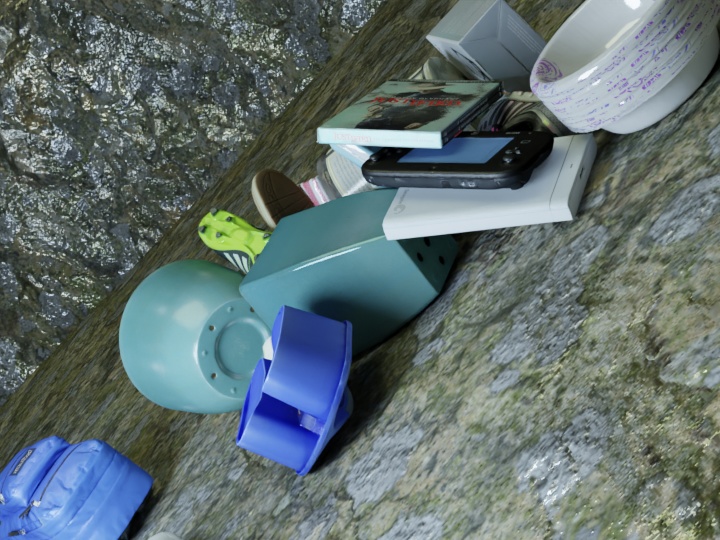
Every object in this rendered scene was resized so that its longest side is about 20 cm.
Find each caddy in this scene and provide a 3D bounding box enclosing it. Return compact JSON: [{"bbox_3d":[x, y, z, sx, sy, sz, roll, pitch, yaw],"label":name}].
[{"bbox_3d":[-0.056,0.124,1.337,0.200,0.105,0.142,-89,22,-69],"label":"caddy"}]

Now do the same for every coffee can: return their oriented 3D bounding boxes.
[{"bbox_3d":[0.065,-0.151,1.633,0.200,0.146,0.146,-40,16,25],"label":"coffee can"}]

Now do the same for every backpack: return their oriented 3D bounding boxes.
[{"bbox_3d":[-0.377,0.301,1.655,0.200,0.168,0.163,-21,35,52],"label":"backpack"}]

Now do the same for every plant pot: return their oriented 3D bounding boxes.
[{"bbox_3d":[0.000,0.000,1.449,0.200,0.141,0.141,-22,27,36],"label":"plant pot"},{"bbox_3d":[-0.181,0.090,1.617,0.201,0.201,0.161,-51,26,-17],"label":"plant pot"}]

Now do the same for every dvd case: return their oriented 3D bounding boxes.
[{"bbox_3d":[0.059,-0.176,1.423,0.146,0.022,0.200,5,24,25],"label":"dvd case"}]

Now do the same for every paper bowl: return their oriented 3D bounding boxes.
[{"bbox_3d":[0.275,-0.217,1.284,0.201,0.104,0.201,-41,18,16],"label":"paper bowl"}]

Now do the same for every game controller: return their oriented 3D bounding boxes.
[{"bbox_3d":[0.099,-0.117,1.331,0.200,0.042,0.104,5,40,37],"label":"game controller"}]

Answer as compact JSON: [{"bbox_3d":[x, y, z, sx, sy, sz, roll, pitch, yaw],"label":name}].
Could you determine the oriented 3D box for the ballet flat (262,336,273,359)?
[{"bbox_3d":[-0.073,0.086,1.542,0.069,0.071,0.200,-34,19,46],"label":"ballet flat"}]

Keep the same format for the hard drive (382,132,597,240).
[{"bbox_3d":[0.134,-0.087,1.329,0.200,0.027,0.132,-6,35,27],"label":"hard drive"}]

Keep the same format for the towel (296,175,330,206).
[{"bbox_3d":[-0.057,-0.051,1.726,0.030,0.146,0.200,-34,9,-23],"label":"towel"}]

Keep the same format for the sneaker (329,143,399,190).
[{"bbox_3d":[0.029,-0.088,1.492,0.131,0.200,0.080,-52,19,34],"label":"sneaker"}]

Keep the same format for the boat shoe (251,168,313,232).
[{"bbox_3d":[-0.083,-0.036,1.653,0.072,0.200,0.065,-36,2,-40],"label":"boat shoe"}]

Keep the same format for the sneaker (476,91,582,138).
[{"bbox_3d":[0.180,-0.151,1.447,0.087,0.074,0.200,-46,18,-21],"label":"sneaker"}]

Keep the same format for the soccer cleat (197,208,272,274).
[{"bbox_3d":[-0.121,-0.016,1.611,0.200,0.081,0.068,32,80,33],"label":"soccer cleat"}]

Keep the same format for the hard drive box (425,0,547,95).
[{"bbox_3d":[0.177,-0.257,1.580,0.077,0.156,0.200,-47,13,4],"label":"hard drive box"}]

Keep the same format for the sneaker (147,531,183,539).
[{"bbox_3d":[-0.220,0.317,1.327,0.077,0.081,0.200,-47,13,6],"label":"sneaker"}]
